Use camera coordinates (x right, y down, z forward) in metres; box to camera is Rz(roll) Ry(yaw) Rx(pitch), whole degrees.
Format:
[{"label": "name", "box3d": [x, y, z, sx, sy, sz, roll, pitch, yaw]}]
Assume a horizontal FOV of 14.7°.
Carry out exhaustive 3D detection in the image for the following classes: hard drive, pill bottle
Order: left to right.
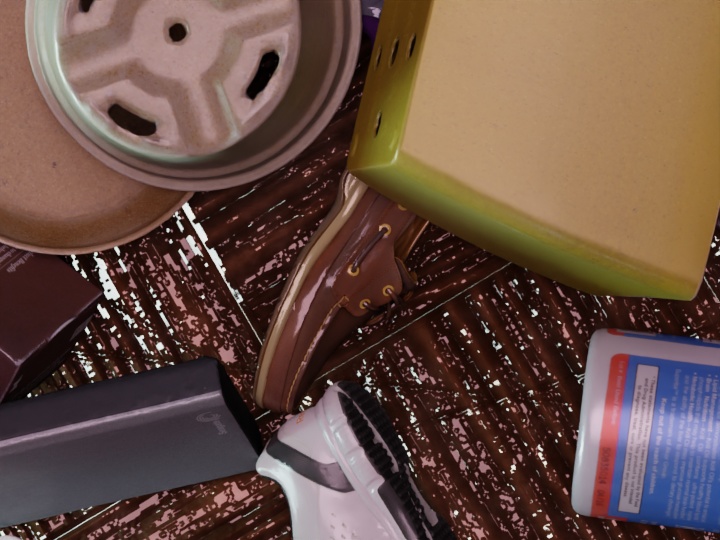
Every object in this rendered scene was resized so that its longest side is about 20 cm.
[{"label": "hard drive", "box3d": [-0.164, 0.105, 1.634, 0.199, 0.140, 0.033, -13, 68, 4]}, {"label": "pill bottle", "box3d": [0.226, 0.099, 1.614, 0.199, 0.112, 0.113, 7, 87, 6]}]

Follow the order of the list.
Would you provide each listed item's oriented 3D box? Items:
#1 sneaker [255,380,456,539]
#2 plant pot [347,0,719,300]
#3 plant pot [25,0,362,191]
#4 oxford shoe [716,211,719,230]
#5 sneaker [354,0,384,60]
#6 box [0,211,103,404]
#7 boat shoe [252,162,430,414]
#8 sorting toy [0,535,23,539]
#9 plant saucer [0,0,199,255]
[{"label": "sneaker", "box3d": [0.011, 0.168, 1.656, 0.080, 0.074, 0.200, -30, 84, 20]}, {"label": "plant pot", "box3d": [0.100, -0.102, 1.573, 0.176, 0.200, 0.201, 14, 87, -11]}, {"label": "plant pot", "box3d": [-0.098, -0.137, 1.561, 0.200, 0.183, 0.201, 0, 96, 0]}, {"label": "oxford shoe", "box3d": [0.268, -0.105, 1.655, 0.200, 0.071, 0.073, -42, 104, 6]}, {"label": "sneaker", "box3d": [-0.029, -0.195, 1.677, 0.200, 0.074, 0.088, 43, 96, 5]}, {"label": "box", "box3d": [-0.265, -0.004, 1.662, 0.200, 0.100, 0.075, 37, 127, 8]}, {"label": "boat shoe", "box3d": [0.000, 0.000, 1.660, 0.067, 0.072, 0.201, 28, 86, 8]}, {"label": "sorting toy", "box3d": [-0.184, 0.255, 1.622, 0.180, 0.107, 0.200, 51, 132, 31]}, {"label": "plant saucer", "box3d": [-0.181, -0.105, 1.681, 0.199, 0.035, 0.201, 2, 79, -10]}]
